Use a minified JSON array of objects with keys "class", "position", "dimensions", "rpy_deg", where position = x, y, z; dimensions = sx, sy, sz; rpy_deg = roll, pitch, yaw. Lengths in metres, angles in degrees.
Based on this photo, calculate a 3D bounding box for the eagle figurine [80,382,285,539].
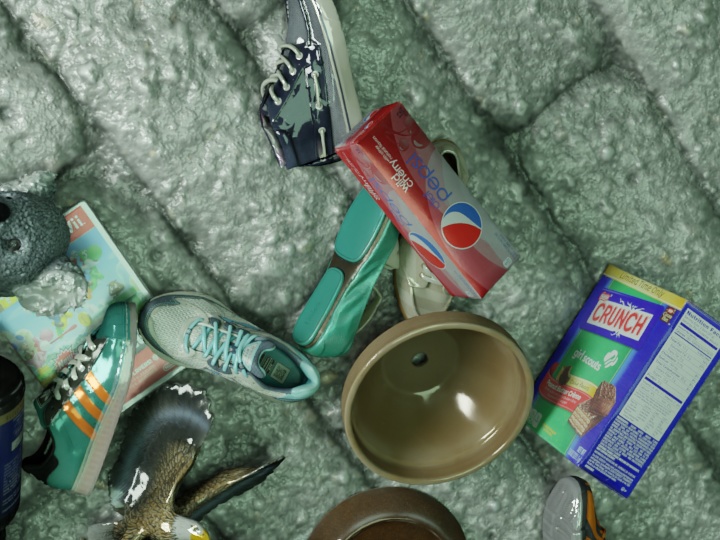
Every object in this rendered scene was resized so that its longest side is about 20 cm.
[{"class":"eagle figurine","position":[-0.186,0.232,1.197],"dimensions":[0.150,0.152,0.201],"rpy_deg":[25,71,13]}]

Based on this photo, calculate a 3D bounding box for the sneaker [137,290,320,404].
[{"class":"sneaker","position":[-0.125,0.074,1.191],"dimensions":[0.198,0.086,0.078],"rpy_deg":[23,80,-20]}]

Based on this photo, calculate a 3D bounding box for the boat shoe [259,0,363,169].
[{"class":"boat shoe","position":[-0.062,-0.195,1.170],"dimensions":[0.092,0.075,0.202],"rpy_deg":[-21,104,-16]}]

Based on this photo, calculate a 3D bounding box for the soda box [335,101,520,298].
[{"class":"soda box","position":[0.065,-0.066,1.166],"dimensions":[0.063,0.070,0.200],"rpy_deg":[-45,105,-15]}]

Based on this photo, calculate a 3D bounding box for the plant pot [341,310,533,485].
[{"class":"plant pot","position":[0.071,0.115,1.232],"dimensions":[0.198,0.093,0.203],"rpy_deg":[-7,123,-10]}]

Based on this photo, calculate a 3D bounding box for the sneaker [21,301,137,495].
[{"class":"sneaker","position":[-0.274,0.121,1.164],"dimensions":[0.079,0.071,0.202],"rpy_deg":[16,98,-19]}]

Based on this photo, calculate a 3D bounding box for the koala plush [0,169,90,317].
[{"class":"koala plush","position":[-0.360,-0.017,1.098],"dimensions":[0.198,0.184,0.179],"rpy_deg":[-18,64,-19]}]

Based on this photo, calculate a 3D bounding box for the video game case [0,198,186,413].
[{"class":"video game case","position":[-0.278,0.050,1.197],"dimensions":[0.142,0.017,0.201],"rpy_deg":[-34,105,-4]}]

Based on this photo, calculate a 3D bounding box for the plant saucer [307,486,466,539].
[{"class":"plant saucer","position":[0.031,0.339,1.309],"dimensions":[0.198,0.034,0.203],"rpy_deg":[-2,100,-13]}]

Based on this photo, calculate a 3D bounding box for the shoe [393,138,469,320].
[{"class":"shoe","position":[0.076,-0.035,1.241],"dimensions":[0.069,0.053,0.203],"rpy_deg":[4,99,-13]}]

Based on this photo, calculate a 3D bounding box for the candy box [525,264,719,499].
[{"class":"candy box","position":[0.272,0.110,1.251],"dimensions":[0.077,0.169,0.201],"rpy_deg":[33,91,-19]}]

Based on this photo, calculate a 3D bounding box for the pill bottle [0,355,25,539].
[{"class":"pill bottle","position":[-0.379,0.186,1.137],"dimensions":[0.110,0.112,0.202],"rpy_deg":[3,115,-13]}]

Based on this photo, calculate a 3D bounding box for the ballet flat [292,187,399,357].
[{"class":"ballet flat","position":[0.000,0.000,1.233],"dimensions":[0.070,0.067,0.202],"rpy_deg":[24,95,-40]}]

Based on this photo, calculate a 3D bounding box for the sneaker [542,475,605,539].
[{"class":"sneaker","position":[0.269,0.317,1.343],"dimensions":[0.111,0.078,0.202],"rpy_deg":[-7,112,-15]}]
